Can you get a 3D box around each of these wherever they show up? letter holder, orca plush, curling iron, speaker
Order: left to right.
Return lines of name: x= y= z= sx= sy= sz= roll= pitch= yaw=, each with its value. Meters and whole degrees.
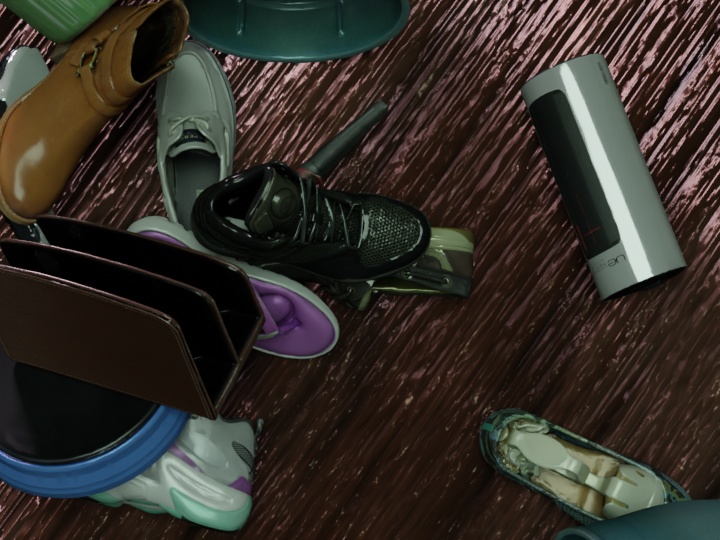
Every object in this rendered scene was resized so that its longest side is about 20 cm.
orca plush: x=-0.295 y=-0.089 z=1.504 sx=0.071 sy=0.105 sz=0.202 roll=-17 pitch=91 yaw=43
letter holder: x=-0.195 y=0.016 z=1.358 sx=0.198 sy=0.143 sz=0.101 roll=14 pitch=58 yaw=22
curling iron: x=-0.045 y=-0.080 z=1.484 sx=0.200 sy=0.050 sz=0.026 roll=-41 pitch=94 yaw=-23
speaker: x=0.208 y=-0.078 z=1.474 sx=0.080 sy=0.081 sz=0.202 roll=-20 pitch=82 yaw=-2

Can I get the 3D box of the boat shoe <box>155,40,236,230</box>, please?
boat shoe: x=-0.145 y=-0.105 z=1.489 sx=0.071 sy=0.066 sz=0.202 roll=0 pitch=81 yaw=1

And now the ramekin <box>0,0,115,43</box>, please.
ramekin: x=-0.233 y=-0.288 z=1.453 sx=0.098 sy=0.200 sz=0.201 roll=41 pitch=83 yaw=-20

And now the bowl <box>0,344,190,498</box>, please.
bowl: x=-0.234 y=0.090 z=1.427 sx=0.198 sy=0.040 sz=0.202 roll=-6 pitch=53 yaw=8

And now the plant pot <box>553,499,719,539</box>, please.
plant pot: x=0.278 y=0.268 z=1.370 sx=0.186 sy=0.200 sz=0.202 roll=-19 pitch=81 yaw=-17

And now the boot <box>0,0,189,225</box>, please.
boot: x=-0.219 y=-0.134 z=1.424 sx=0.077 sy=0.154 sz=0.201 roll=42 pitch=60 yaw=-30

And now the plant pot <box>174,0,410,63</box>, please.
plant pot: x=-0.058 y=-0.308 z=1.465 sx=0.198 sy=0.200 sz=0.198 roll=-1 pitch=73 yaw=1

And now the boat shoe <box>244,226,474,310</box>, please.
boat shoe: x=0.001 y=0.000 z=1.468 sx=0.198 sy=0.072 sz=0.067 roll=-3 pitch=76 yaw=-4

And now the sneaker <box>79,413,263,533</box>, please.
sneaker: x=-0.178 y=0.133 z=1.453 sx=0.198 sy=0.078 sz=0.141 roll=14 pitch=78 yaw=-4

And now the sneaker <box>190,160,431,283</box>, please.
sneaker: x=-0.035 y=-0.037 z=1.382 sx=0.197 sy=0.114 sz=0.077 roll=10 pitch=84 yaw=-8

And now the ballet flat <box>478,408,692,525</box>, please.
ballet flat: x=0.190 y=0.176 z=1.439 sx=0.198 sy=0.074 sz=0.075 roll=22 pitch=82 yaw=4

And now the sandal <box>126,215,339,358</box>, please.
sandal: x=-0.114 y=0.028 z=1.447 sx=0.201 sy=0.083 sz=0.050 roll=28 pitch=40 yaw=-11
